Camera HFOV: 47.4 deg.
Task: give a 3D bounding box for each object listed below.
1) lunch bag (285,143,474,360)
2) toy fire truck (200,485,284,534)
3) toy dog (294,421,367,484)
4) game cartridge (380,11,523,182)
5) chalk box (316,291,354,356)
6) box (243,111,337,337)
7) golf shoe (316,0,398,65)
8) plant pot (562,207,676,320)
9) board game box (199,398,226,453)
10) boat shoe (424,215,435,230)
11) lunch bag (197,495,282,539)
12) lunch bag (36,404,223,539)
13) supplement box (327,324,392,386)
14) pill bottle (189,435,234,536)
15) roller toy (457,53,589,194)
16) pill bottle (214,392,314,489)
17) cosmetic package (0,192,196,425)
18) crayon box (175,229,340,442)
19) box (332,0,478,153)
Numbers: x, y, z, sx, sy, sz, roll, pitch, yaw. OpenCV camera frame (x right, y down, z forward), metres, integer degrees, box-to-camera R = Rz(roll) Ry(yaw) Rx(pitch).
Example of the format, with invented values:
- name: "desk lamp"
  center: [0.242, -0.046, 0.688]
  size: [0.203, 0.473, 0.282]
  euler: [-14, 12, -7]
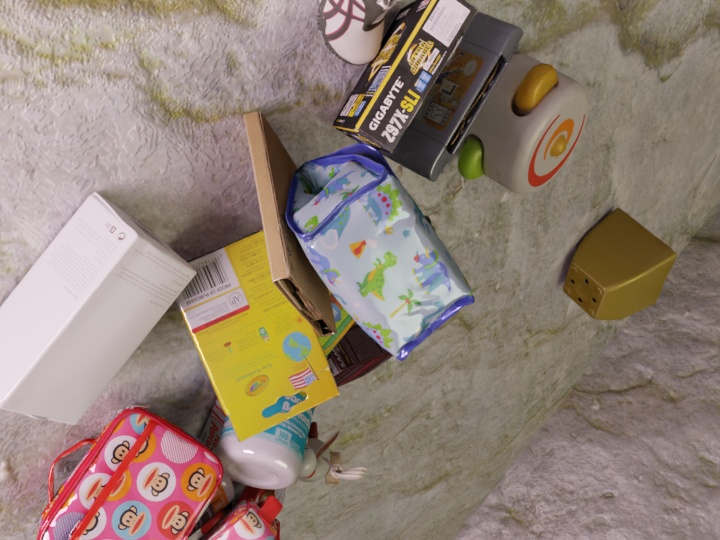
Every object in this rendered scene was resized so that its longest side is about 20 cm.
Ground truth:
- name: "lunch bag"
  center: [0.008, -0.029, 0.844]
  size: [0.127, 0.200, 0.170]
  euler: [-38, 112, -4]
- name: "toy fire truck"
  center: [-0.171, 0.394, 1.349]
  size: [0.201, 0.111, 0.168]
  euler: [95, 18, -48]
- name: "toy dog"
  center: [-0.074, 0.266, 1.228]
  size: [0.131, 0.097, 0.200]
  euler: [6, 161, -18]
- name: "game cartridge"
  center: [0.086, -0.218, 0.968]
  size: [0.201, 0.133, 0.041]
  euler: [-59, 153, 2]
- name: "chalk box"
  center: [-0.064, 0.012, 1.019]
  size: [0.200, 0.124, 0.125]
  euler: [-50, 154, -4]
- name: "box"
  center: [-0.073, -0.046, 0.878]
  size: [0.021, 0.201, 0.164]
  euler: [-17, 153, 8]
- name: "golf shoe"
  center: [0.005, -0.275, 0.826]
  size: [0.077, 0.088, 0.200]
  euler: [-44, 154, -20]
- name: "plant pot"
  center: [0.615, 0.008, 2.023]
  size: [0.199, 0.194, 0.196]
  euler: [-29, 146, -22]
- name: "board game box"
  center: [-0.153, 0.233, 1.226]
  size: [0.200, 0.046, 0.152]
  euler: [-7, 128, -55]
- name: "boat shoe"
  center: [0.072, -0.051, 1.120]
  size: [0.060, 0.074, 0.200]
  euler: [-49, 152, 8]
- name: "lunch bag"
  center: [-0.168, 0.357, 1.043]
  size: [0.176, 0.082, 0.200]
  euler: [-42, 177, -10]
- name: "lunch bag"
  center: [-0.277, 0.263, 0.956]
  size: [0.201, 0.176, 0.082]
  euler: [-58, -167, -17]
- name: "supplement box"
  center: [-0.022, 0.132, 1.248]
  size: [0.109, 0.061, 0.200]
  euler: [-39, 166, 31]
- name: "pill bottle"
  center: [-0.272, 0.314, 1.061]
  size: [0.200, 0.116, 0.117]
  euler: [-38, 150, -27]
- name: "roller toy"
  center: [0.247, -0.215, 1.218]
  size: [0.182, 0.140, 0.201]
  euler: [-14, 134, -51]
- name: "pill bottle"
  center: [-0.115, 0.175, 1.083]
  size: [0.111, 0.110, 0.201]
  euler: [84, 15, -54]
- name: "cosmetic package"
  center: [-0.266, 0.042, 0.786]
  size: [0.200, 0.081, 0.113]
  euler: [-50, 153, -4]
- name: "crayon box"
  center: [-0.119, 0.069, 0.901]
  size: [0.126, 0.201, 0.051]
  euler: [-23, -177, -10]
- name: "box"
  center: [0.039, -0.208, 0.869]
  size: [0.160, 0.049, 0.200]
  euler: [-60, -167, 6]
